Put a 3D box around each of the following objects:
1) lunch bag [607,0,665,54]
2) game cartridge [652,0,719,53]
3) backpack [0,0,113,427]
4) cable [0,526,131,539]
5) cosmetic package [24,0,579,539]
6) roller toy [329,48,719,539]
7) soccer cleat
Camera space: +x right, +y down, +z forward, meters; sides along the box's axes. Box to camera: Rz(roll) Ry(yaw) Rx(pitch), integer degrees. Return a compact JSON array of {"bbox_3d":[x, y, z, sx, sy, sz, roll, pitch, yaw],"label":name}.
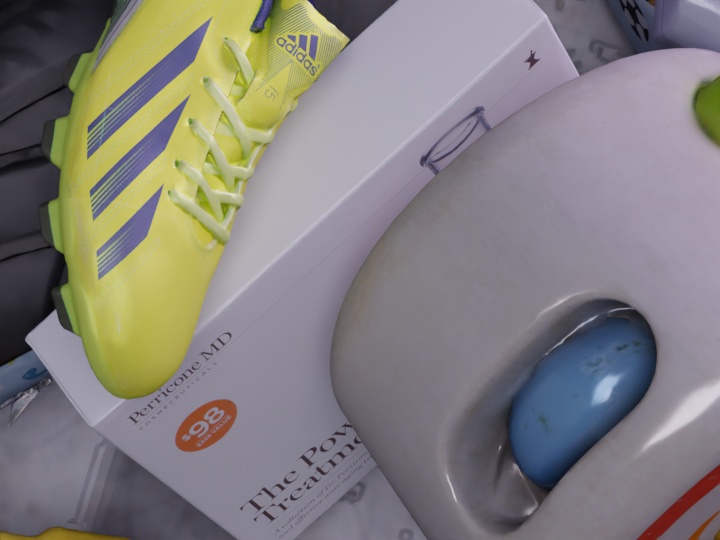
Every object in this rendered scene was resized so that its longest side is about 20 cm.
[{"bbox_3d":[0.155,-0.157,0.832,0.159,0.076,0.201,-26,90,-3],"label":"lunch bag"},{"bbox_3d":[0.186,-0.147,0.781,0.133,0.040,0.201,26,81,-2],"label":"game cartridge"},{"bbox_3d":[-0.128,-0.035,0.808,0.199,0.154,0.164,-31,81,13],"label":"backpack"},{"bbox_3d":[-0.158,0.107,0.794,0.097,0.050,0.200,-46,127,12],"label":"cable"},{"bbox_3d":[0.000,0.000,0.791,0.200,0.151,0.052,-42,56,0],"label":"cosmetic package"},{"bbox_3d":[0.095,0.035,0.738,0.182,0.200,0.140,-29,65,-16],"label":"roller toy"},{"bbox_3d":[-0.048,-0.056,0.713,0.083,0.065,0.202,1,65,15],"label":"soccer cleat"}]
